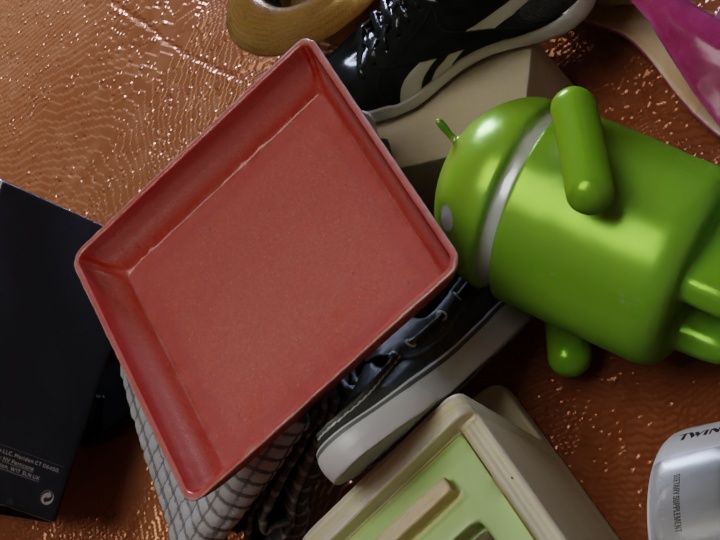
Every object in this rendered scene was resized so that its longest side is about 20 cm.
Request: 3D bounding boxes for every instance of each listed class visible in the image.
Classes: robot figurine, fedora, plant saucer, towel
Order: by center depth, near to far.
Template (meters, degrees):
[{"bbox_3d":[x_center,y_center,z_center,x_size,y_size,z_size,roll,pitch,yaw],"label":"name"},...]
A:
[{"bbox_3d":[0.129,-0.024,1.002,0.199,0.176,0.116,25,60,19],"label":"robot figurine"},{"bbox_3d":[-0.052,0.000,1.017,0.199,0.037,0.200,-42,52,12],"label":"plant saucer"},{"bbox_3d":[-0.072,0.060,1.120,0.166,0.085,0.201,-60,40,38],"label":"towel"},{"bbox_3d":[-0.003,-0.206,1.221,0.200,0.082,0.201,-32,38,29],"label":"fedora"}]

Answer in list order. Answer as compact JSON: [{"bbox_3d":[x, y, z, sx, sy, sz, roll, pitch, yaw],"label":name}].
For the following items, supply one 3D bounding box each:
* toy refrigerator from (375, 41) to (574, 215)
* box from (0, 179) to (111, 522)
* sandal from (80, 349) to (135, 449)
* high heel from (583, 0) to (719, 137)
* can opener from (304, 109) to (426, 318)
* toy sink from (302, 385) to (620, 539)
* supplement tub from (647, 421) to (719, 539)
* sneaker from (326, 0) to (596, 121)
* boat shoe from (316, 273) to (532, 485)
[{"bbox_3d":[0.035,-0.076,1.151,0.199,0.070,0.076,-12,56,32],"label":"toy refrigerator"},{"bbox_3d":[-0.264,0.057,1.243,0.200,0.123,0.199,-5,66,57],"label":"box"},{"bbox_3d":[-0.151,0.031,1.255,0.076,0.043,0.201,38,94,41],"label":"sandal"},{"bbox_3d":[0.158,-0.141,1.090,0.199,0.067,0.096,21,72,28],"label":"high heel"},{"bbox_3d":[0.000,0.000,1.091,0.053,0.067,0.201,-14,88,31],"label":"can opener"},{"bbox_3d":[0.057,0.155,0.996,0.130,0.112,0.200,-43,50,12],"label":"toy sink"},{"bbox_3d":[0.248,0.117,0.863,0.199,0.122,0.123,-17,60,30],"label":"supplement tub"},{"bbox_3d":[0.030,-0.165,1.083,0.199,0.112,0.073,-23,50,26],"label":"sneaker"},{"bbox_3d":[0.027,0.054,1.024,0.057,0.200,0.069,46,129,7],"label":"boat shoe"}]
